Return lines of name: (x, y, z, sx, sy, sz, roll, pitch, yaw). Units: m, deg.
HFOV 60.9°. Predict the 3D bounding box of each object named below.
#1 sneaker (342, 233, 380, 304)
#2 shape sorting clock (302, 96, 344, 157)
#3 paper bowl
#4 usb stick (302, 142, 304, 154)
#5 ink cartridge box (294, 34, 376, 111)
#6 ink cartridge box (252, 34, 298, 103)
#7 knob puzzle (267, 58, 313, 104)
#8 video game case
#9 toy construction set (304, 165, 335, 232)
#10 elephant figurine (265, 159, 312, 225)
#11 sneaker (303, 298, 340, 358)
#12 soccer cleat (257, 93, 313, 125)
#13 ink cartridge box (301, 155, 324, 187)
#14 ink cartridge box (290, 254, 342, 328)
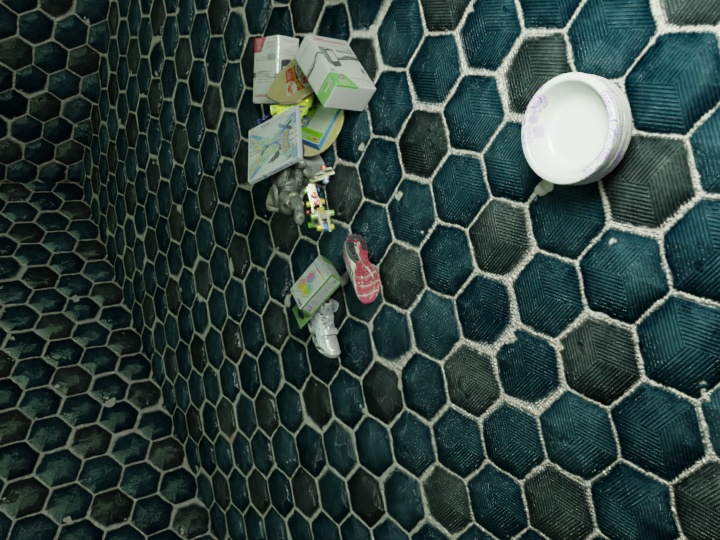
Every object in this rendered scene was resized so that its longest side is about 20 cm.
sneaker: (0.000, 0.000, 1.727, 0.075, 0.080, 0.203, 131, 130, -59)
shape sorting clock: (-0.125, -0.426, 1.797, 0.198, 0.039, 0.203, -16, 61, 30)
paper bowl: (0.412, -0.264, 1.155, 0.199, 0.103, 0.204, 11, 105, 49)
usb stick: (-0.225, -0.345, 1.835, 0.199, 0.032, 0.056, -10, 90, 56)
ink cartridge box: (-0.070, -0.540, 1.671, 0.084, 0.144, 0.202, -50, 59, 41)
ink cartridge box: (-0.271, -0.634, 1.952, 0.144, 0.084, 0.203, 17, 107, 48)
knob puzzle: (-0.185, -0.553, 1.799, 0.217, 0.030, 0.222, -16, 54, 23)
video game case: (-0.246, -0.360, 1.749, 0.180, 0.022, 0.202, -22, 55, 23)
toy construction set: (-0.126, -0.210, 1.831, 0.131, 0.091, 0.203, 174, 97, -75)
elephant figurine: (-0.212, -0.217, 1.774, 0.139, 0.155, 0.203, -1, 83, 10)
sneaker: (-0.105, 0.162, 1.872, 0.201, 0.074, 0.115, 61, 138, 30)
soccer cleat: (-0.223, -0.469, 1.812, 0.199, 0.083, 0.065, -30, 41, 29)
ink cartridge box: (-0.213, -0.362, 1.921, 0.145, 0.083, 0.202, -50, 58, 41)
ink cartridge box: (-0.151, 0.064, 1.847, 0.200, 0.059, 0.104, -48, 40, 12)
